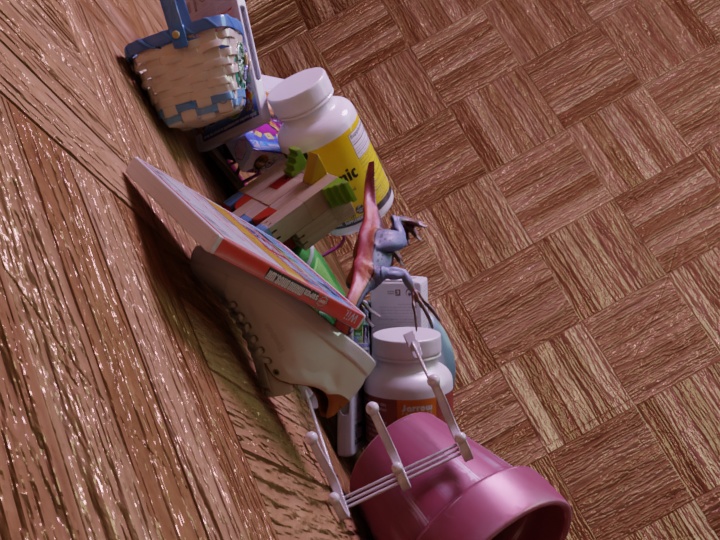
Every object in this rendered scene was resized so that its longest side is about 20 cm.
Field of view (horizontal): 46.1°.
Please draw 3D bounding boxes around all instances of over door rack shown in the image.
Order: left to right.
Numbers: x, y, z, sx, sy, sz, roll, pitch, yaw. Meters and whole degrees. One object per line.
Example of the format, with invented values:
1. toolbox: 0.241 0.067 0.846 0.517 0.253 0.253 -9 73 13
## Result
1. over door rack: 0.014 0.143 0.869 0.201 0.146 0.067 -115 -179 -57

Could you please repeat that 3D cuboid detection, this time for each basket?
1. basket: -0.206 -0.272 0.995 0.176 0.138 0.202 -112 -178 -79

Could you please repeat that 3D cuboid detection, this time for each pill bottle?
1. pill bottle: -0.041 -0.155 1.102 0.201 0.110 0.112 62 1 -30
2. pill bottle: 0.059 0.176 1.034 0.112 0.111 0.203 -107 -165 -81

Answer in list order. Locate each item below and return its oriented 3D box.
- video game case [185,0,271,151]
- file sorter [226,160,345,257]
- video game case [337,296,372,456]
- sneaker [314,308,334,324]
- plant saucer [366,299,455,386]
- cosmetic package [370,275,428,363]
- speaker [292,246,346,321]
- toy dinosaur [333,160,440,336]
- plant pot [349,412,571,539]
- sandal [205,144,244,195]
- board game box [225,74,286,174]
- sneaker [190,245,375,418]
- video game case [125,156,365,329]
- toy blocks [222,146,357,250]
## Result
1. video game case: -0.188 -0.272 1.107 0.018 0.142 0.203 -11 88 -47
2. file sorter: -0.120 -0.114 1.281 0.201 0.124 0.139 63 2 37
3. video game case: -0.003 0.129 1.073 0.200 0.022 0.185 25 64 -79
4. sneaker: -0.086 0.016 0.898 0.201 0.083 0.074 59 3 -48
5. plant saucer: 0.042 0.139 1.229 0.202 0.199 0.027 62 26 11
6. cosmetic package: 0.054 0.111 1.141 0.102 0.073 0.203 -14 105 -79
7. speaker: -0.068 0.037 1.108 0.201 0.088 0.089 60 2 -45
8. toy dinosaur: 0.000 0.000 0.959 0.201 0.105 0.181 54 37 4
9. plant pot: 0.089 0.254 0.882 0.179 0.200 0.201 43 -10 39
10. sandal: -0.196 -0.181 1.216 0.201 0.054 0.081 62 -1 38
11. board game box: -0.121 -0.211 1.216 0.199 0.041 0.200 1 44 -43
12. sneaker: -0.080 0.060 0.749 0.199 0.085 0.073 39 -13 -16
13. video game case: -0.094 -0.020 0.722 0.143 0.018 0.199 39 5 39
14. toy blocks: -0.102 -0.065 1.007 0.200 0.136 0.101 29 -28 57
